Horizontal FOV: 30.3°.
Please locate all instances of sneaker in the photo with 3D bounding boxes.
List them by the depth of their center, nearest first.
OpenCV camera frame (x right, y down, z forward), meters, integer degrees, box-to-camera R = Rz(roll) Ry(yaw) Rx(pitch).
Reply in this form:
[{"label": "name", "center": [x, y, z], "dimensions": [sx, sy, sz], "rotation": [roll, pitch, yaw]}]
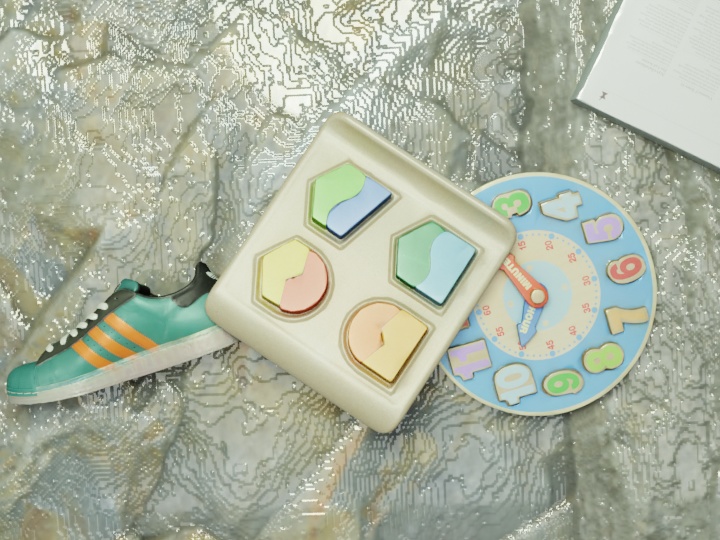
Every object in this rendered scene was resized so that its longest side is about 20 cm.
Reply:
[{"label": "sneaker", "center": [-0.203, 0.051, 1.102], "dimensions": [0.199, 0.071, 0.080], "rotation": [-18, 93, -4]}]

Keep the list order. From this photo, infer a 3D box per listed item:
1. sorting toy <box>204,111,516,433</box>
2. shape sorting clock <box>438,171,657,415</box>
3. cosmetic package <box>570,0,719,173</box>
[{"label": "sorting toy", "center": [0.000, 0.000, 1.061], "dimensions": [0.185, 0.036, 0.201], "rotation": [33, 87, 5]}, {"label": "shape sorting clock", "center": [0.145, 0.020, 1.092], "dimensions": [0.198, 0.039, 0.202], "rotation": [0, 95, 3]}, {"label": "cosmetic package", "center": [0.290, -0.162, 1.062], "dimensions": [0.199, 0.052, 0.152], "rotation": [26, 94, 0]}]
